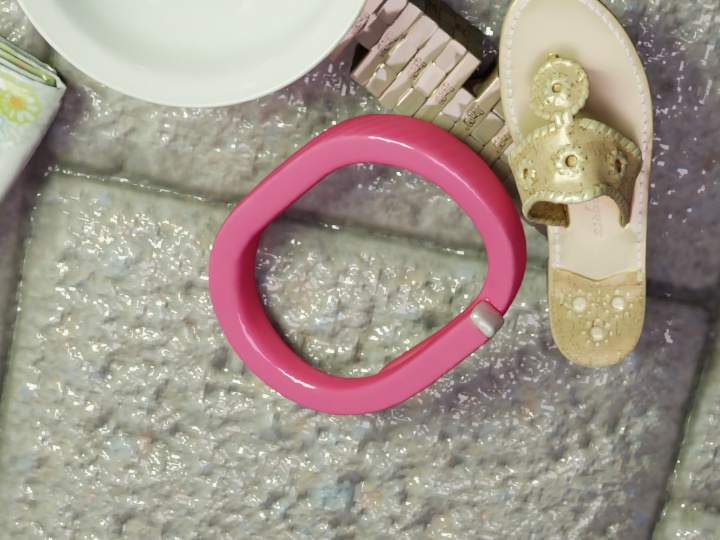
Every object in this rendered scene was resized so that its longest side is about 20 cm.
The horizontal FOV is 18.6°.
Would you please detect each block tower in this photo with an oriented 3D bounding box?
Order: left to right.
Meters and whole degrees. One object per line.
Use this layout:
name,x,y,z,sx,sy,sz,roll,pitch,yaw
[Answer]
block tower,0.057,-0.094,1.175,0.200,0.054,0.058,37,111,-11

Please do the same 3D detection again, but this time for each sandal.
sandal,0.117,-0.039,1.128,0.077,0.070,0.213,-7,113,6

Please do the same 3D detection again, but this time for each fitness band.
fitness band,0.000,0.000,1.191,0.144,0.037,0.200,48,129,-5

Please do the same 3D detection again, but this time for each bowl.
bowl,-0.082,-0.192,1.120,0.200,0.090,0.202,2,112,5

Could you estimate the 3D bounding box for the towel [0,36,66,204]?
towel,-0.277,-0.070,1.209,0.171,0.048,0.200,32,111,-9
